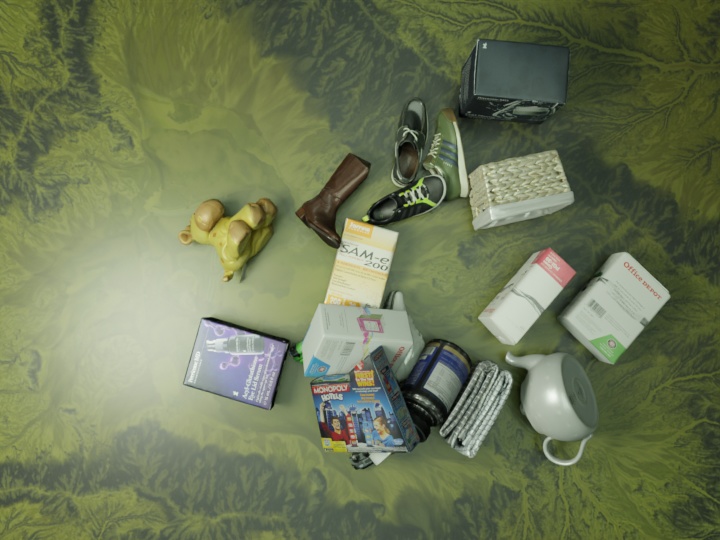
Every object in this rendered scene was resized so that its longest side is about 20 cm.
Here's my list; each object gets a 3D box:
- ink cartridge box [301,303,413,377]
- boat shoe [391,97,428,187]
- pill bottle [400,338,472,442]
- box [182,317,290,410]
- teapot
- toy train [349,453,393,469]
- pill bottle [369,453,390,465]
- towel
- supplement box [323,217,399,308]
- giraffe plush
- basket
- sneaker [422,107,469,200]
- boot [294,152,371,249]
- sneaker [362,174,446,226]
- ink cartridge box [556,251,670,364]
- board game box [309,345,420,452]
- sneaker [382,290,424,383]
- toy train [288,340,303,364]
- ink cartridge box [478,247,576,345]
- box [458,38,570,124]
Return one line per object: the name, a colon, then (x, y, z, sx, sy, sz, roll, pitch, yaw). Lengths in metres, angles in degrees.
ink cartridge box: (-0.007, 0.151, 1.545, 0.196, 0.146, 0.086, 7, 47, -19)
boat shoe: (0.114, -0.290, 1.679, 0.070, 0.068, 0.204, 10, 85, 0)
pill bottle: (0.146, 0.252, 1.581, 0.111, 0.112, 0.201, 36, 62, 0)
box: (-0.264, 0.198, 1.622, 0.196, 0.104, 0.151, 15, 87, -2)
teapot: (0.412, 0.285, 1.623, 0.145, 0.203, 0.197, -28, 129, 32)
toy train: (0.068, 0.382, 1.660, 0.198, 0.034, 0.046, -29, 92, -3)
pill bottle: (0.001, 0.309, 1.607, 0.112, 0.112, 0.201, -41, 79, -3)
towel: (0.238, 0.287, 1.606, 0.085, 0.166, 0.202, 31, 85, 2)
supplement box: (0.000, 0.000, 1.656, 0.124, 0.074, 0.204, 14, 86, -2)
giraffe plush: (-0.296, -0.091, 1.628, 0.161, 0.172, 0.202, 33, 121, 10)
basket: (0.340, -0.175, 1.638, 0.196, 0.136, 0.126, -13, 85, -10)
sneaker: (0.180, -0.255, 1.677, 0.088, 0.067, 0.204, -11, 91, -8)
boot: (-0.035, -0.158, 1.625, 0.200, 0.186, 0.064, -45, 133, -4)
sneaker: (0.098, -0.144, 1.640, 0.197, 0.083, 0.073, -27, 90, 14)
ink cartridge box: (0.559, 0.081, 1.667, 0.146, 0.084, 0.200, 43, 86, 0)
board game box: (0.004, 0.256, 1.500, 0.197, 0.061, 0.204, -6, 99, 28)
sneaker: (0.095, 0.144, 1.663, 0.085, 0.074, 0.204, -7, 94, -14)
toy train: (-0.073, 0.145, 1.619, 0.198, 0.056, 0.042, -30, 56, 22)
ink cartridge box: (0.356, 0.057, 1.629, 0.083, 0.147, 0.200, 42, 86, 1)
box: (0.326, -0.404, 1.626, 0.196, 0.197, 0.127, 5, 87, -1)
